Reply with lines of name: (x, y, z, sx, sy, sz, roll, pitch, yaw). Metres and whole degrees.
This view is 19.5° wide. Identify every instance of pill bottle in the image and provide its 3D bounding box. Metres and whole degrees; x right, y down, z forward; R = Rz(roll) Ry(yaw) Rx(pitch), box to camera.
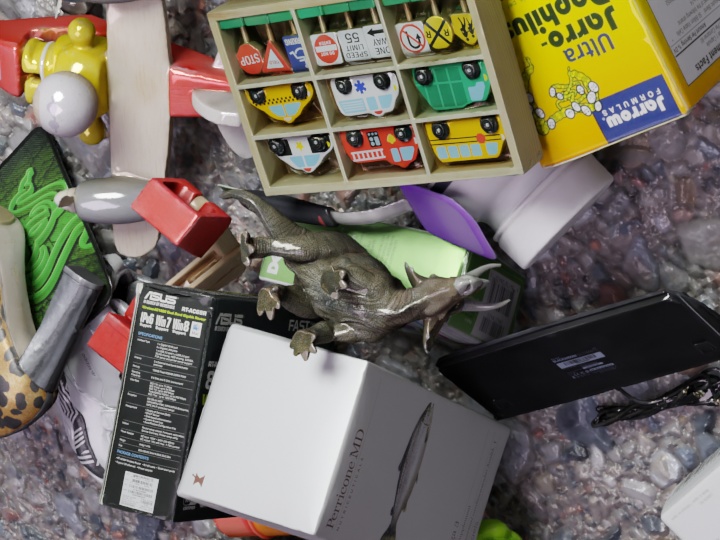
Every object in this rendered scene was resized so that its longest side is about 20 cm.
pill bottle: (0.062, -0.099, 1.328, 0.200, 0.111, 0.111, 45, 129, 5)

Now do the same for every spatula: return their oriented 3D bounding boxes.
spatula: (-0.002, -0.037, 1.342, 0.199, 0.021, 0.057, 6, 144, 35)

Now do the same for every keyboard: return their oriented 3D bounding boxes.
keyboard: (0.160, 0.064, 1.375, 0.199, 0.021, 0.127, -18, 136, 38)

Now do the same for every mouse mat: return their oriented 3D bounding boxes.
mouse mat: (-0.273, 0.007, 1.613, 0.200, 0.008, 0.161, -40, 64, 30)

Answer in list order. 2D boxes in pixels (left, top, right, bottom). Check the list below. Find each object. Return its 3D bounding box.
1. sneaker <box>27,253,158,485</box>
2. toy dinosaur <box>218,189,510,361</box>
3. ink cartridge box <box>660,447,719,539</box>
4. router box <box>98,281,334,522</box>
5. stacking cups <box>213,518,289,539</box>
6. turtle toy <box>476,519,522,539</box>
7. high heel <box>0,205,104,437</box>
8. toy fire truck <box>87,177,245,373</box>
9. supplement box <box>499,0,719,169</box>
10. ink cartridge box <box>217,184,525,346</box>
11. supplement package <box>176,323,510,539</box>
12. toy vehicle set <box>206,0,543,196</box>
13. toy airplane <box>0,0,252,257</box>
sneaker: (-0.178, 0.082, 1.600, 0.115, 0.075, 0.201, -24, 95, 42)
toy dinosaur: (-0.016, 0.008, 1.319, 0.199, 0.102, 0.077, 23, 105, 39)
ink cartridge box: (0.317, 0.175, 1.350, 0.200, 0.047, 0.160, 42, 129, 1)
router box: (-0.092, 0.090, 1.439, 0.062, 0.200, 0.151, 10, 91, 25)
stacking cups: (-0.027, 0.177, 1.562, 0.199, 0.060, 0.061, -14, 105, 38)
turtle toy: (0.052, 0.252, 1.511, 0.200, 0.145, 0.101, -42, 58, 39)
high heel: (-0.294, 0.025, 1.574, 0.200, 0.071, 0.143, 33, 102, 27)
toy fire truck: (-0.122, 0.018, 1.488, 0.049, 0.200, 0.141, 37, 95, 23)
supplement box: (0.128, -0.181, 1.243, 0.109, 0.109, 0.201, -21, 101, 38)
ink cartridge box: (0.000, 0.000, 1.417, 0.199, 0.104, 0.060, 13, 82, 28)
supplement package: (-0.007, 0.125, 1.387, 0.117, 0.200, 0.117, 13, 82, 35)
toy vehicle set: (0.006, -0.113, 1.265, 0.199, 0.026, 0.125, -3, 114, 38)
toy airplane: (-0.163, -0.125, 1.443, 0.199, 0.141, 0.200, -33, 93, 39)
